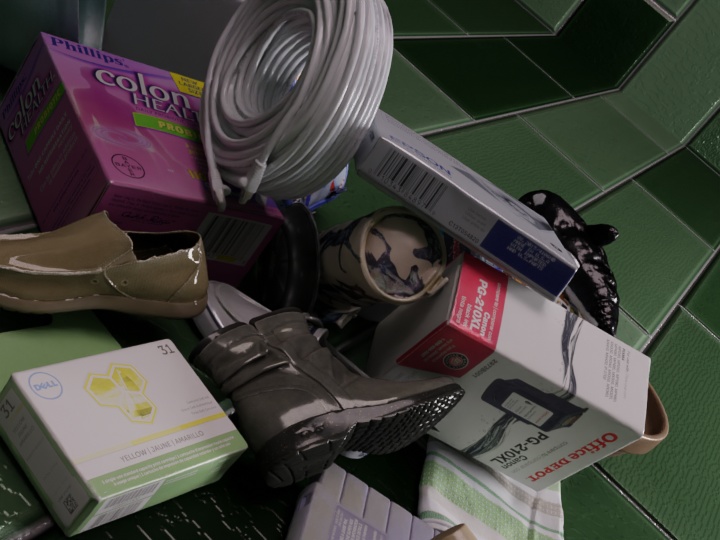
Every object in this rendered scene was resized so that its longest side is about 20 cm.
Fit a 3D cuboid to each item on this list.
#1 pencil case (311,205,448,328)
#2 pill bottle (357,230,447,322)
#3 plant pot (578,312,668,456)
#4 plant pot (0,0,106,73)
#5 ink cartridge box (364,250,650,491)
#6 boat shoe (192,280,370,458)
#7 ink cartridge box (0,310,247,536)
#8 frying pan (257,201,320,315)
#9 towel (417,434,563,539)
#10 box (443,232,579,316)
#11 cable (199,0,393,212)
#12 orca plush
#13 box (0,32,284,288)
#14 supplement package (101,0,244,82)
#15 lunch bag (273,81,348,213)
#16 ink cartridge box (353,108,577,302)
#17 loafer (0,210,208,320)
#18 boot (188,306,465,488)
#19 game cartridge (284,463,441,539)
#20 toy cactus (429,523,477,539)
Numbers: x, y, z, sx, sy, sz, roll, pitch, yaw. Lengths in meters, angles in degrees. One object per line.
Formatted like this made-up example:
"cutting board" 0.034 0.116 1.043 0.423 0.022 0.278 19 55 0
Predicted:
"pencil case" 0.000 0.000 0.931 0.089 0.200 0.078 40 69 -15
"pill bottle" 0.082 0.008 1.111 0.200 0.111 0.111 12 36 -44
"plant pot" 0.209 0.123 1.103 0.201 0.093 0.201 33 25 -17
"plant pot" -0.314 -0.272 0.996 0.134 0.201 0.200 4 33 -7
"ink cartridge box" 0.123 0.092 0.916 0.200 0.145 0.084 29 49 -15
"boat shoe" -0.052 0.067 0.891 0.200 0.065 0.074 39 26 1
"ink cartridge box" -0.188 0.072 0.730 0.200 0.048 0.145 50 28 18
"frying pan" -0.076 -0.027 0.968 0.031 0.115 0.190 2 40 -26
"towel" 0.120 0.200 0.939 0.149 0.031 0.200 35 26 -8
"box" 0.145 0.004 1.038 0.136 0.038 0.200 32 30 -19
"cable" -0.054 -0.157 0.879 0.069 0.200 0.200 25 31 -38
"orca plush" 0.215 -0.016 1.037 0.105 0.071 0.200 26 33 -28
"box" -0.192 -0.090 0.930 0.176 0.097 0.200 11 36 -44
"supplement package" -0.155 -0.255 1.167 0.152 0.151 0.200 34 24 12
"lunch bag" -0.064 -0.151 1.103 0.075 0.200 0.160 8 16 19
"ink cartridge box" 0.081 -0.070 0.928 0.199 0.041 0.200 32 14 -14
"loafer" -0.202 -0.010 0.783 0.200 0.068 0.076 5 20 -35
"boot" -0.021 0.077 0.820 0.200 0.068 0.131 -10 55 -38
"game cartridge" 0.000 0.226 0.738 0.130 0.038 0.200 31 26 -6
"toy cactus" 0.089 0.253 0.718 0.165 0.102 0.200 62 15 7
